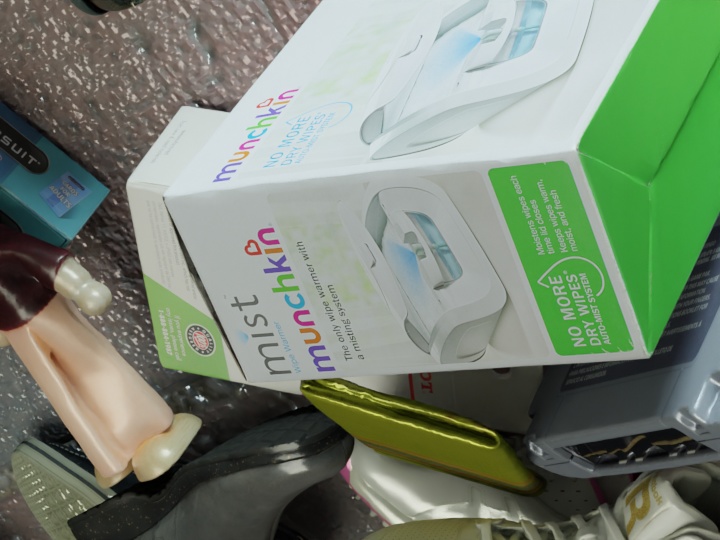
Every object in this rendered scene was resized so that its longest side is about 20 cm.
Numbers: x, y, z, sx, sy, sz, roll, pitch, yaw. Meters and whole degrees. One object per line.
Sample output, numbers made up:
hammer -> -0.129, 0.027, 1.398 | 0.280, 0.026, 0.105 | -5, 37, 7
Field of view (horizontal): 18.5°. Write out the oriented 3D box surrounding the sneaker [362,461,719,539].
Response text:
sneaker -> 0.099, 0.118, 0.981 | 0.199, 0.074, 0.116 | 6, 137, -14

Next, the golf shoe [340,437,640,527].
golf shoe -> 0.085, 0.107, 1.082 | 0.199, 0.075, 0.092 | 26, 122, 0

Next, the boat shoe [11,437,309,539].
boat shoe -> -0.105, 0.140, 1.207 | 0.200, 0.062, 0.075 | 23, 137, 25

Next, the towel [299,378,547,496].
towel -> 0.032, 0.071, 0.956 | 0.086, 0.018, 0.200 | 15, 172, 12

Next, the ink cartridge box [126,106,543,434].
ink cartridge box -> 0.000, 0.000, 1.032 | 0.199, 0.067, 0.117 | 11, 131, 21

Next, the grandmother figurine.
grandmother figurine -> -0.160, 0.018, 1.070 | 0.121, 0.061, 0.200 | -22, 114, 45

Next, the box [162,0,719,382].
box -> 0.051, -0.052, 0.874 | 0.176, 0.200, 0.097 | -4, 123, 31

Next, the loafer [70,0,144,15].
loafer -> -0.112, -0.199, 0.932 | 0.063, 0.072, 0.201 | 0, 124, 20

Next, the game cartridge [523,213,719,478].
game cartridge -> 0.135, 0.015, 0.897 | 0.041, 0.133, 0.200 | 26, 166, -12

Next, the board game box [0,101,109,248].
board game box -> -0.241, -0.024, 1.152 | 0.151, 0.047, 0.200 | 39, 133, -7

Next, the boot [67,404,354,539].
boot -> -0.051, 0.150, 1.099 | 0.200, 0.070, 0.132 | -28, 88, 45
